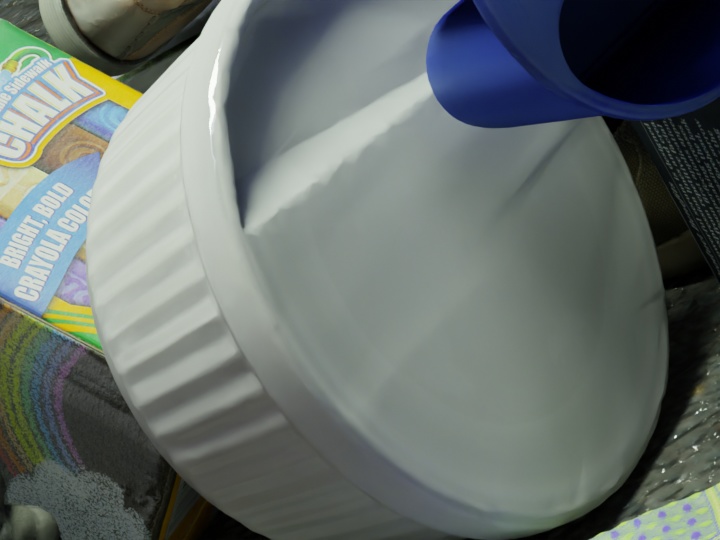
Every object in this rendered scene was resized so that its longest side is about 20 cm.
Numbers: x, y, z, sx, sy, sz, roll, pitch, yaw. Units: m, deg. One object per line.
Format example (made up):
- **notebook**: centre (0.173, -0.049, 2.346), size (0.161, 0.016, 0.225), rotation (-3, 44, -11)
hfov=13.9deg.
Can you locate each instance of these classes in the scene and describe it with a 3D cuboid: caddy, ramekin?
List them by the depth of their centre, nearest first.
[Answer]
- **caddy**: centre (0.085, -0.131, 0.911), size (0.105, 0.142, 0.200), rotation (-8, 31, 52)
- **ramekin**: centre (0.000, 0.000, 0.960), size (0.094, 0.202, 0.202), rotation (-28, 17, 41)

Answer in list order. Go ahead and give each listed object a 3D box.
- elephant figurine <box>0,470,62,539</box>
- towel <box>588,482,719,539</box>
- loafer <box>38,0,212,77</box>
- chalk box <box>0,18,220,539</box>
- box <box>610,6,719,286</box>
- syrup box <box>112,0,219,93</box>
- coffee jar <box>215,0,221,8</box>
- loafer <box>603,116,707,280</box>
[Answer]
- **elephant figurine**: centre (-0.204, 0.135, 1.019), size (0.200, 0.142, 0.155), rotation (-14, 1, 35)
- **towel**: centre (0.106, 0.103, 0.810), size (0.143, 0.023, 0.200), rotation (-27, 21, 11)
- **loafer**: centre (-0.052, -0.151, 1.169), size (0.063, 0.072, 0.200), rotation (-24, 24, 47)
- **chalk box**: centre (-0.125, 0.005, 1.064), size (0.124, 0.200, 0.125), rotation (-50, -16, -43)
- **box**: centre (0.194, -0.054, 0.936), size (0.148, 0.107, 0.200), rotation (-35, 21, -11)
- **syrup box**: centre (-0.010, -0.094, 1.206), size (0.200, 0.082, 0.079), rotation (-29, 21, -6)
- **coffee jar**: centre (0.027, -0.107, 1.071), size (0.200, 0.104, 0.085), rotation (-32, 29, 53)
- **loafer**: centre (0.058, -0.028, 1.115), size (0.200, 0.068, 0.076), rotation (-13, 26, 38)
